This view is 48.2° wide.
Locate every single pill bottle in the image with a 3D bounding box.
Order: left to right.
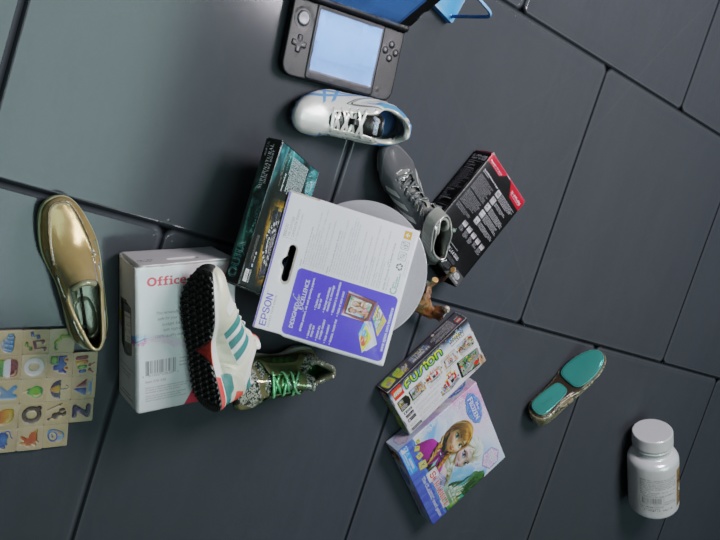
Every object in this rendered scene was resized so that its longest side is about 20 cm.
[{"bbox_3d":[0.662,0.446,1.822,0.113,0.114,0.204,-22,116,-26],"label":"pill bottle"}]

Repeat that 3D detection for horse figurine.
[{"bbox_3d":[0.066,0.037,1.305,0.195,0.133,0.051,0,62,-19],"label":"horse figurine"}]

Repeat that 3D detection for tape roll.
[{"bbox_3d":[0.000,0.000,1.204,0.195,0.066,0.206,0,87,0],"label":"tape roll"}]

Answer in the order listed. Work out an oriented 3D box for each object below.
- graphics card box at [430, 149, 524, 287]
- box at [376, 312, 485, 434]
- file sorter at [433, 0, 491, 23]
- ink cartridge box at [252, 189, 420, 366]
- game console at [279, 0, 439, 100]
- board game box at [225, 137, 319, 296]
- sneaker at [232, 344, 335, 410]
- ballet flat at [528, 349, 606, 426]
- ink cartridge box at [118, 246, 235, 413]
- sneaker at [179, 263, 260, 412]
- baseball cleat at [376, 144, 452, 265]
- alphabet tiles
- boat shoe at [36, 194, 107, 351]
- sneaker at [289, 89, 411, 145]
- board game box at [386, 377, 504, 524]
[{"bbox_3d":[0.181,-0.089,1.371,0.201,0.051,0.126,-51,125,-11],"label":"graphics card box"},{"bbox_3d":[0.129,0.182,1.431,0.199,0.035,0.111,-40,123,-17],"label":"box"},{"bbox_3d":[0.172,-0.495,1.195,0.138,0.122,0.203,33,86,-36],"label":"file sorter"},{"bbox_3d":[-0.034,0.010,1.142,0.196,0.043,0.203,17,88,-7],"label":"ink cartridge box"},{"bbox_3d":[0.006,-0.340,1.134,0.197,0.118,0.175,6,101,-34],"label":"game console"},{"bbox_3d":[-0.122,-0.066,1.131,0.135,0.028,0.204,33,73,-68],"label":"board game box"},{"bbox_3d":[-0.110,0.160,1.201,0.198,0.087,0.079,-19,111,-52],"label":"sneaker"},{"bbox_3d":[0.418,0.240,1.634,0.199,0.068,0.076,-40,144,-11],"label":"ballet flat"},{"bbox_3d":[-0.253,0.077,1.110,0.145,0.085,0.205,-5,106,-34],"label":"ink cartridge box"},{"bbox_3d":[-0.182,0.082,1.080,0.093,0.069,0.205,-22,116,-49],"label":"sneaker"},{"bbox_3d":[0.092,-0.107,1.247,0.069,0.106,0.204,-29,103,-27],"label":"baseball cleat"},{"bbox_3d":[-0.447,0.158,1.056,0.196,0.006,0.170,0,105,-34],"label":"alphabet tiles"},{"bbox_3d":[-0.356,0.005,1.023,0.071,0.076,0.204,-21,112,-24],"label":"boat shoe"},{"bbox_3d":[-0.010,-0.224,1.189,0.196,0.072,0.074,-1,107,-32],"label":"sneaker"},{"bbox_3d":[0.163,0.333,1.497,0.198,0.041,0.203,-37,122,-19],"label":"board game box"}]
